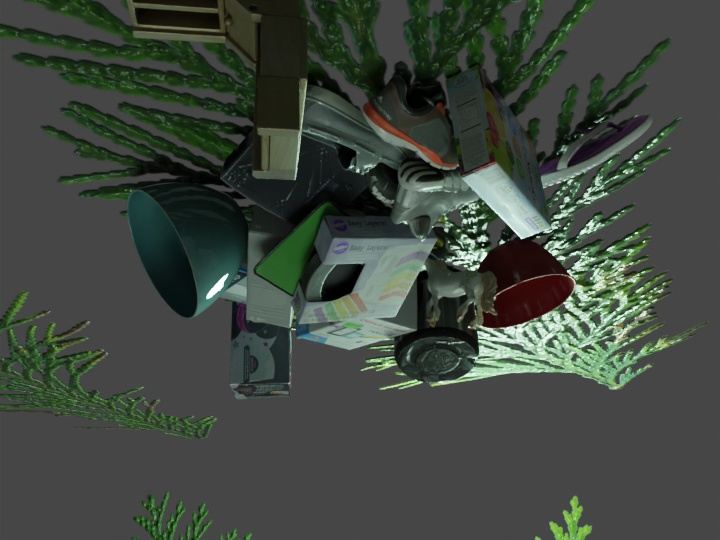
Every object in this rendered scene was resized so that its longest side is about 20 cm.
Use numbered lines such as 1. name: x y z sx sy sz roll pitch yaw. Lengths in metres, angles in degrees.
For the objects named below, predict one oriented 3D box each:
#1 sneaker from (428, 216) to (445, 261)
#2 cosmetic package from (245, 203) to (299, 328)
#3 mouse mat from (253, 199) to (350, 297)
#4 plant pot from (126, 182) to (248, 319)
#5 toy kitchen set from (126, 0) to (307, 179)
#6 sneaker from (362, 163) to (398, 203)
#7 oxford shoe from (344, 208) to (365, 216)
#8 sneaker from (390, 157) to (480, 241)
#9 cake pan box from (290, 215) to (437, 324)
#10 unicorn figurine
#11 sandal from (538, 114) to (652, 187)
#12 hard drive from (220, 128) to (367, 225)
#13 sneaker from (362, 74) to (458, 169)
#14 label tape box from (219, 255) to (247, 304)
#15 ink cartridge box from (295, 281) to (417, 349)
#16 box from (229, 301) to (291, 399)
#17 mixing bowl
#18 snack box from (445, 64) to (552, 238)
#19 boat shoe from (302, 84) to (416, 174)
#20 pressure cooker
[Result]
1. sneaker: 0.055 -0.040 1.109 0.193 0.087 0.075 -12 174 -3
2. cosmetic package: -0.137 -0.018 1.072 0.087 0.109 0.203 11 136 -4
3. mouse mat: -0.055 -0.015 1.025 0.160 0.008 0.199 -42 143 10
4. plant pot: -0.248 -0.050 1.013 0.133 0.203 0.200 -29 173 -34
5. toy kitchen set: -0.146 -0.183 0.674 0.174 0.206 0.164 1 156 -8
6. sneaker: 0.080 -0.133 0.983 0.089 0.069 0.198 -22 154 30
7. oxford shoe: -0.077 -0.057 1.138 0.195 0.059 0.075 -15 151 22
8. sneaker: 0.115 -0.099 0.940 0.195 0.075 0.118 -7 130 -37
9. cake pan box: 0.000 0.000 1.026 0.195 0.053 0.187 -1 134 -31
10. unicorn figurine: 0.156 0.029 1.195 0.194 0.142 0.074 6 160 16
11. sandal: 0.309 -0.171 0.930 0.201 0.083 0.050 -28 103 46
12. hard drive: -0.088 -0.137 0.928 0.134 0.043 0.198 -41 139 20
13. sneaker: 0.092 -0.191 0.845 0.197 0.078 0.082 7 133 -48
14. label tape box: -0.243 0.017 1.272 0.141 0.068 0.198 17 148 -37
15. ink cartridge box: -0.008 0.048 1.249 0.144 0.151 0.197 17 154 -38
16. box: -0.212 0.159 1.417 0.127 0.206 0.116 -1 155 -4
17. mixing bowl: 0.293 0.015 1.249 0.194 0.111 0.202 -13 152 -7
18. snack box: 0.182 -0.148 0.858 0.052 0.147 0.199 -18 151 28
19. boat shoe: -0.010 -0.166 0.863 0.198 0.073 0.069 23 177 -37
20. pressure cooker: 0.147 0.099 1.325 0.170 0.204 0.181 -3 140 7
